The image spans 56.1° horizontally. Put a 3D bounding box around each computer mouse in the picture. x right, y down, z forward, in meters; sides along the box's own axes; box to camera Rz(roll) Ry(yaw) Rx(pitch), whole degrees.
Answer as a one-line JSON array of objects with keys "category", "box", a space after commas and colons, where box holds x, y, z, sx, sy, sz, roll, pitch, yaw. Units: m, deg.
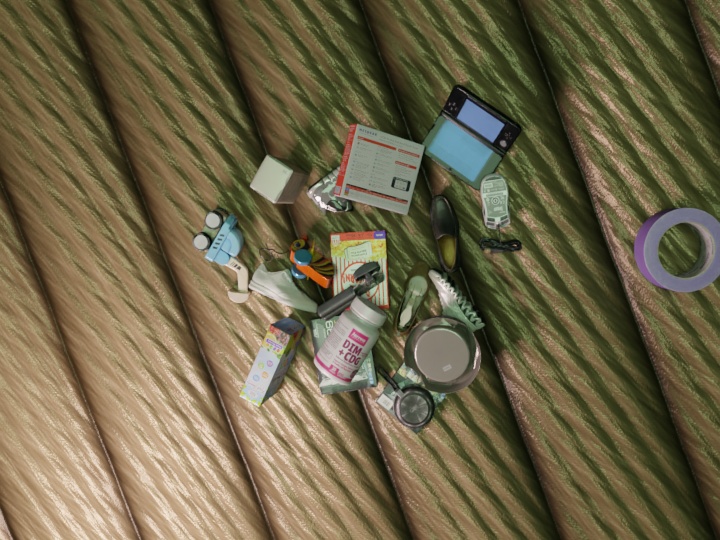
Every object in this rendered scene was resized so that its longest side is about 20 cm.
[{"category": "computer mouse", "box": [0.350, -0.146, 1.725, 0.107, 0.044, 0.205, -5, 99, 12]}]

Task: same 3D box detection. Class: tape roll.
[{"category": "tape roll", "box": [0.783, -0.052, 1.658, 0.195, 0.085, 0.205, 1, 95, 7]}]

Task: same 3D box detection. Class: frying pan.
[{"category": "frying pan", "box": [0.127, 0.324, 1.770, 0.113, 0.031, 0.193, -22, 94, 7]}]

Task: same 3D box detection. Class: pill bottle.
[{"category": "pill bottle", "box": [-0.023, 0.174, 1.701, 0.112, 0.113, 0.202, 32, 97, 3]}]

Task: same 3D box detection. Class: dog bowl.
[{"category": "dog bowl", "box": [0.209, 0.207, 1.718, 0.195, 0.059, 0.205, 3, 106, 11]}]

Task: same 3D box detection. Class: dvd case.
[{"category": "dvd case", "box": [0.152, 0.310, 1.788, 0.145, 0.022, 0.202, 36, 96, 3]}]

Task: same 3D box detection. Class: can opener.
[{"category": "can opener", "box": [-0.028, 0.050, 1.739, 0.198, 0.053, 0.068, -32, 58, 9]}]

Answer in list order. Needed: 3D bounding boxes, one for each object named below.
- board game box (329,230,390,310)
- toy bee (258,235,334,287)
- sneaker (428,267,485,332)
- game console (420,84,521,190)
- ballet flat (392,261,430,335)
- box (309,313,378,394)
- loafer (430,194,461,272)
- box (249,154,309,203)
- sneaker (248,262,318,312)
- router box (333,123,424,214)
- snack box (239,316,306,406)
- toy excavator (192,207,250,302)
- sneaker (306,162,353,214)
[{"category": "board game box", "box": [0.000, 0.000, 1.772, 0.148, 0.046, 0.205, -3, 94, 7]}, {"category": "toy bee", "box": [-0.144, -0.043, 1.754, 0.199, 0.109, 0.131, 39, 139, -8]}, {"category": "sneaker", "box": [0.233, 0.083, 1.738, 0.081, 0.075, 0.201, -39, 91, 17]}, {"category": "game console", "box": [0.271, -0.329, 1.686, 0.198, 0.176, 0.117, 34, 69, 3]}, {"category": "ballet flat", "box": [0.133, 0.076, 1.748, 0.067, 0.072, 0.203, 23, 96, 3]}, {"category": "box", "box": [-0.043, 0.215, 1.789, 0.154, 0.050, 0.205, -8, 93, 7]}, {"category": "loafer", "box": [0.221, -0.094, 1.726, 0.071, 0.072, 0.204, -13, 92, 8]}, {"category": "box", "box": [-0.200, -0.227, 1.702, 0.077, 0.200, 0.096, 32, 97, 3]}, {"category": "sneaker", "box": [-0.194, 0.044, 1.790, 0.197, 0.075, 0.090, 24, 85, 6]}, {"category": "router box", "box": [0.049, -0.253, 1.703, 0.196, 0.049, 0.183, 13, 95, -24]}, {"category": "snack box", "box": [-0.224, 0.232, 1.753, 0.067, 0.169, 0.203, 26, 97, 7]}, {"category": "toy excavator", "box": [-0.348, -0.040, 1.793, 0.198, 0.100, 0.197, 31, 98, -5]}, {"category": "sneaker", "box": [-0.034, -0.218, 1.756, 0.198, 0.075, 0.116, -34, 99, 13]}]
